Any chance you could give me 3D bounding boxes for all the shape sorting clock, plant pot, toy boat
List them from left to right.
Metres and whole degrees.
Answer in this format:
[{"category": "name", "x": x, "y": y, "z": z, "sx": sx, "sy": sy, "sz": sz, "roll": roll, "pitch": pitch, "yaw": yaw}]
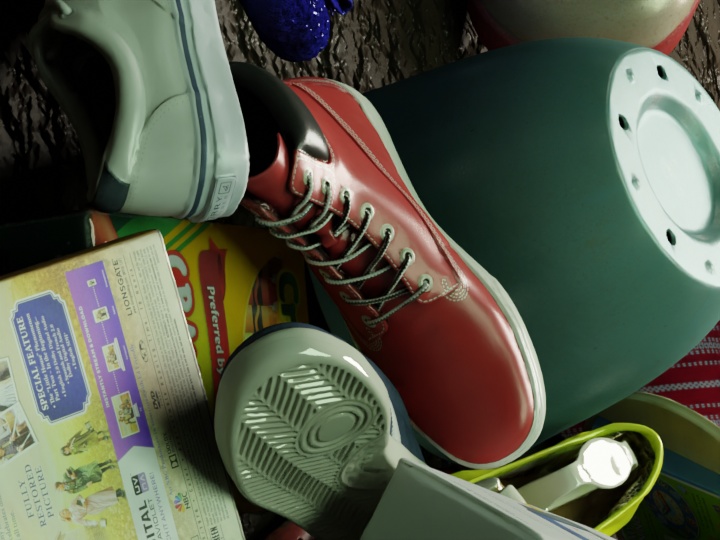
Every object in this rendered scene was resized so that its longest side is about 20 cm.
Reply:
[{"category": "plant pot", "x": 0.096, "y": -0.023, "z": 1.469, "sx": 0.200, "sy": 0.161, "sz": 0.201, "roll": 32, "pitch": 46, "yaw": -40}, {"category": "toy boat", "x": 0.132, "y": -0.162, "z": 1.677, "sx": 0.200, "sy": 0.130, "sz": 0.131, "roll": -61, "pitch": 163, "yaw": -46}, {"category": "shape sorting clock", "x": 0.191, "y": 0.144, "z": 1.566, "sx": 0.039, "sy": 0.200, "sz": 0.200, "roll": -41, "pitch": 121, "yaw": -25}]

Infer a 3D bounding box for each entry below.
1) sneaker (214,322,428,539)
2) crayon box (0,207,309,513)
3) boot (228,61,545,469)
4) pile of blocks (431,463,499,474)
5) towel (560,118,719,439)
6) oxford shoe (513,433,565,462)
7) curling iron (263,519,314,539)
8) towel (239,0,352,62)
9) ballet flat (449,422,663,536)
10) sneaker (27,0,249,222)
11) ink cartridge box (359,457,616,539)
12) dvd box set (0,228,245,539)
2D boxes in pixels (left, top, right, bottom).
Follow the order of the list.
[{"category": "sneaker", "x": -0.025, "y": 0.055, "z": 1.255, "sx": 0.085, "sy": 0.075, "sz": 0.200, "roll": 63, "pitch": 0, "yaw": 28}, {"category": "crayon box", "x": -0.075, "y": 0.043, "z": 1.312, "sx": 0.200, "sy": 0.051, "sz": 0.127, "roll": 4, "pitch": 78, "yaw": -60}, {"category": "boot", "x": 0.000, "y": 0.000, "z": 1.296, "sx": 0.200, "sy": 0.072, "sz": 0.144, "roll": 57, "pitch": 14, "yaw": 12}, {"category": "pile of blocks", "x": 0.033, "y": 0.155, "z": 1.437, "sx": 0.062, "sy": 0.082, "sz": 0.200, "roll": 61, "pitch": 36, "yaw": -31}, {"category": "towel", "x": 0.137, "y": 0.012, "z": 1.592, "sx": 0.022, "sy": 0.144, "sz": 0.200, "roll": -32, "pitch": 110, "yaw": -47}, {"category": "oxford shoe", "x": 0.082, "y": 0.147, "z": 1.549, "sx": 0.071, "sy": 0.071, "sz": 0.200, "roll": 42, "pitch": 28, "yaw": -19}, {"category": "curling iron", "x": -0.028, "y": 0.136, "z": 1.379, "sx": 0.200, "sy": 0.050, "sz": 0.026, "roll": -41, "pitch": 159, "yaw": -49}, {"category": "towel", "x": -0.057, "y": -0.184, "z": 1.288, "sx": 0.148, "sy": 0.049, "sz": 0.200, "roll": 63, "pitch": -2, "yaw": 17}, {"category": "ballet flat", "x": 0.070, "y": 0.115, "z": 1.405, "sx": 0.200, "sy": 0.067, "sz": 0.067, "roll": -22, "pitch": 78, "yaw": -42}, {"category": "sneaker", "x": -0.103, "y": -0.109, "z": 1.258, "sx": 0.071, "sy": 0.073, "sz": 0.200, "roll": 0, "pitch": 53, "yaw": -28}, {"category": "ink cartridge box", "x": 0.060, "y": 0.177, "z": 1.299, "sx": 0.200, "sy": 0.087, "sz": 0.145, "roll": 24, "pitch": 93, "yaw": -58}, {"category": "dvd box set", "x": -0.138, "y": 0.078, "z": 1.155, "sx": 0.200, "sy": 0.029, "sz": 0.147, "roll": -21, "pitch": 97, "yaw": -44}]
